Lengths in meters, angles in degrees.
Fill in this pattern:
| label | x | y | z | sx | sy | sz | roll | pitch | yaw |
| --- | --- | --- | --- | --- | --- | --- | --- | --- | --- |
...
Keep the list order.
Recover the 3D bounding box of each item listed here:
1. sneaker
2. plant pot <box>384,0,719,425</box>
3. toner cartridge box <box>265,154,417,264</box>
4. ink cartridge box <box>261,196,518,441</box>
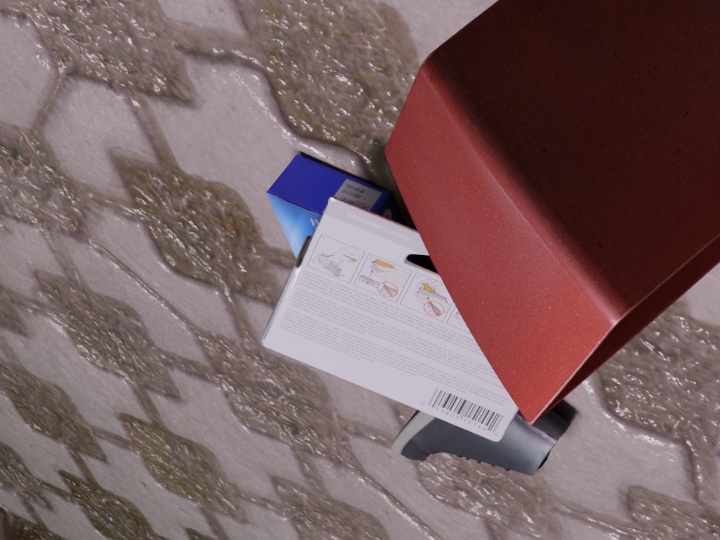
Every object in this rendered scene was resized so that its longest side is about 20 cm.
| label | x | y | z | sx | sy | sz | roll | pitch | yaw |
| --- | --- | --- | --- | --- | --- | --- | --- | --- | --- |
| sneaker | 0.096 | 0.137 | 1.816 | 0.106 | 0.075 | 0.200 | 38 | 158 | 2 |
| plant pot | 0.127 | -0.065 | 1.226 | 0.176 | 0.200 | 0.200 | 48 | 160 | 8 |
| toner cartridge box | 0.000 | 0.000 | 1.740 | 0.095 | 0.043 | 0.200 | 25 | 155 | 33 |
| ink cartridge box | 0.046 | 0.027 | 1.647 | 0.199 | 0.045 | 0.176 | 22 | 134 | -4 |
